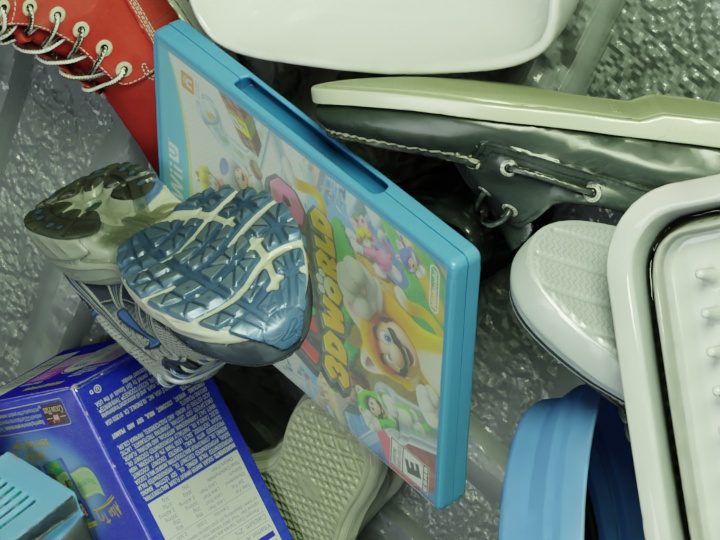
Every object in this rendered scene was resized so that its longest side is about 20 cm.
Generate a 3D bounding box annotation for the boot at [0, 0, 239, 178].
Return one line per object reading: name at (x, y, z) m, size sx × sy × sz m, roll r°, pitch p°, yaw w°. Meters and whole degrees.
boot at (-0.136, -0.100, 1.098) m, size 0.072 × 0.144 × 0.201 m, roll -20°, pitch 101°, yaw 41°

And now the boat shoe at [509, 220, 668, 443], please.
boat shoe at (0.135, 0.050, 0.962) m, size 0.199 × 0.072 × 0.071 m, roll 28°, pitch 141°, yaw -18°

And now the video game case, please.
video game case at (-0.023, -0.004, 1.041) m, size 0.200 × 0.018 × 0.144 m, roll 39°, pitch 144°, yaw 34°

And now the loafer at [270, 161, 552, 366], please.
loafer at (0.000, 0.000, 1.092) m, size 0.200 × 0.070 × 0.068 m, roll -27°, pitch 95°, yaw 44°

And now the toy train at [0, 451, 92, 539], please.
toy train at (-0.178, 0.179, 1.212) m, size 0.114 × 0.087 × 0.201 m, roll 26°, pitch 139°, yaw 41°

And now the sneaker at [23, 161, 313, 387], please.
sneaker at (-0.071, 0.011, 1.054) m, size 0.200 × 0.077 × 0.086 m, roll 26°, pitch 146°, yaw 56°

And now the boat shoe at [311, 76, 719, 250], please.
boat shoe at (0.076, -0.040, 0.968) m, size 0.198 × 0.075 × 0.067 m, roll 5°, pitch 103°, yaw 1°

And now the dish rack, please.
dish rack at (0.194, 0.040, 0.857) m, size 0.199 × 0.043 × 0.173 m, roll -11°, pitch 84°, yaw 26°

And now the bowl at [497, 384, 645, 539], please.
bowl at (0.099, 0.147, 1.003) m, size 0.039 × 0.201 × 0.202 m, roll -5°, pitch 111°, yaw 18°

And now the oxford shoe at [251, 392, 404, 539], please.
oxford shoe at (-0.015, 0.101, 1.172) m, size 0.075 × 0.058 × 0.200 m, roll 48°, pitch 148°, yaw 10°

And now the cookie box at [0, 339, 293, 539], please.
cookie box at (-0.104, 0.138, 1.214) m, size 0.171 × 0.075 × 0.201 m, roll -13°, pitch 104°, yaw 62°

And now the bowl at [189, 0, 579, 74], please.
bowl at (0.009, -0.188, 0.983) m, size 0.199 × 0.075 × 0.201 m, roll 7°, pitch 117°, yaw 37°
